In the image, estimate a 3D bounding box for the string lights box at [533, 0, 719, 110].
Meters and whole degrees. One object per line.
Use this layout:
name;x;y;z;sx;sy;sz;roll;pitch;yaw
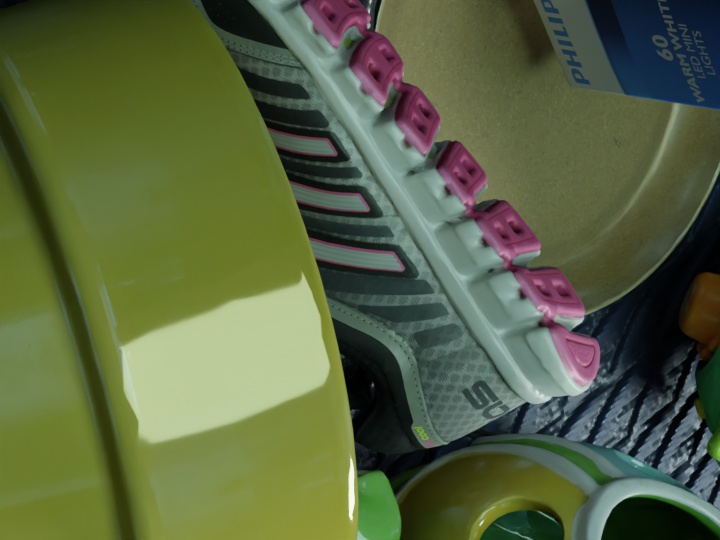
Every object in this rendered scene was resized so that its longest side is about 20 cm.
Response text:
string lights box;0.164;-0.106;0.774;0.103;0.200;0.059;-41;122;-23

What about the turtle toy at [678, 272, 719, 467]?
turtle toy;0.213;0.025;0.939;0.200;0.101;0.146;-33;120;-28

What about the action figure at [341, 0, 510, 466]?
action figure;0.000;0.000;0.759;0.102;0.118;0.200;-70;141;-61

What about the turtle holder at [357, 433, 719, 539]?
turtle holder;0.056;0.112;0.763;0.186;0.132;0.141;46;51;-9

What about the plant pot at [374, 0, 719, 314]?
plant pot;0.075;-0.080;0.855;0.200;0.027;0.201;-9;104;-37

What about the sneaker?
sneaker;-0.016;-0.025;0.666;0.087;0.074;0.200;-37;94;15

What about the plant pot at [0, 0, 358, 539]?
plant pot;-0.125;0.032;0.627;0.188;0.201;0.201;-16;110;-18
